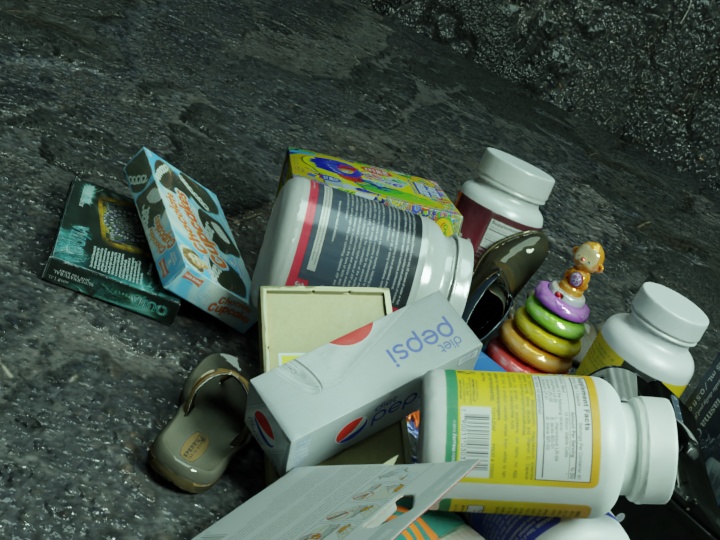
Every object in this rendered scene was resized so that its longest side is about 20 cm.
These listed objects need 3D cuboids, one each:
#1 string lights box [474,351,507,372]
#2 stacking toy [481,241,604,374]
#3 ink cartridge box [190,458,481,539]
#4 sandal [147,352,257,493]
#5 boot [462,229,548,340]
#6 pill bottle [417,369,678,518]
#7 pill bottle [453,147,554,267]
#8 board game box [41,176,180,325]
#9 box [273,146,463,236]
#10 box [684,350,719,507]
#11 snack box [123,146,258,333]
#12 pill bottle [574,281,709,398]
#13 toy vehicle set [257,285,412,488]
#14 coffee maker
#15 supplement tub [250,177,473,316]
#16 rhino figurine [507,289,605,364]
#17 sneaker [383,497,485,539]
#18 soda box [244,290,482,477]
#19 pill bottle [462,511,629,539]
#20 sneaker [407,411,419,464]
[{"bbox_3d":[0.106,0.123,1.275,0.199,0.060,0.102,39,24,27],"label":"string lights box"},{"bbox_3d":[0.223,0.055,1.373,0.109,0.202,0.116,0,34,-49],"label":"stacking toy"},{"bbox_3d":[-0.025,0.187,0.838,0.171,0.044,0.199,-7,9,31],"label":"ink cartridge box"},{"bbox_3d":[-0.124,0.116,1.022,0.081,0.055,0.200,28,21,3],"label":"sandal"},{"bbox_3d":[0.164,0.025,1.397,0.075,0.199,0.097,57,-17,-19],"label":"boot"},{"bbox_3d":[0.146,0.139,0.959,0.196,0.115,0.113,2,23,1],"label":"pill bottle"},{"bbox_3d":[0.158,-0.042,1.501,0.113,0.202,0.114,23,13,-6],"label":"pill bottle"},{"bbox_3d":[-0.247,-0.025,1.232,0.134,0.028,0.201,21,23,-15],"label":"board game box"},{"bbox_3d":[-0.003,-0.046,1.362,0.190,0.124,0.200,13,13,-9],"label":"box"},{"bbox_3d":[0.413,0.217,1.235,0.116,0.198,0.201,17,23,-25],"label":"box"},{"bbox_3d":[-0.175,-0.033,1.246,0.116,0.037,0.201,34,20,-43],"label":"snack box"},{"bbox_3d":[0.296,0.118,1.316,0.110,0.202,0.112,22,21,-9],"label":"pill bottle"},{"bbox_3d":[-0.026,0.102,1.053,0.122,0.027,0.202,2,52,-10],"label":"toy vehicle set"},{"bbox_3d":[0.283,0.219,1.187,0.201,0.133,0.194,-77,145,-63],"label":"coffee maker"},{"bbox_3d":[0.000,0.000,1.198,0.197,0.142,0.141,17,22,-9],"label":"supplement tub"},{"bbox_3d":[0.275,0.085,1.559,0.198,0.060,0.088,12,45,-36],"label":"rhino figurine"},{"bbox_3d":[0.020,0.222,0.944,0.080,0.072,0.199,36,16,28],"label":"sneaker"},{"bbox_3d":[0.003,0.093,1.006,0.198,0.064,0.069,-24,59,-27],"label":"soda box"},{"bbox_3d":[0.164,0.231,1.028,0.111,0.113,0.201,15,25,-29],"label":"pill bottle"},{"bbox_3d":[0.017,0.132,1.123,0.198,0.079,0.076,20,23,-18],"label":"sneaker"}]
